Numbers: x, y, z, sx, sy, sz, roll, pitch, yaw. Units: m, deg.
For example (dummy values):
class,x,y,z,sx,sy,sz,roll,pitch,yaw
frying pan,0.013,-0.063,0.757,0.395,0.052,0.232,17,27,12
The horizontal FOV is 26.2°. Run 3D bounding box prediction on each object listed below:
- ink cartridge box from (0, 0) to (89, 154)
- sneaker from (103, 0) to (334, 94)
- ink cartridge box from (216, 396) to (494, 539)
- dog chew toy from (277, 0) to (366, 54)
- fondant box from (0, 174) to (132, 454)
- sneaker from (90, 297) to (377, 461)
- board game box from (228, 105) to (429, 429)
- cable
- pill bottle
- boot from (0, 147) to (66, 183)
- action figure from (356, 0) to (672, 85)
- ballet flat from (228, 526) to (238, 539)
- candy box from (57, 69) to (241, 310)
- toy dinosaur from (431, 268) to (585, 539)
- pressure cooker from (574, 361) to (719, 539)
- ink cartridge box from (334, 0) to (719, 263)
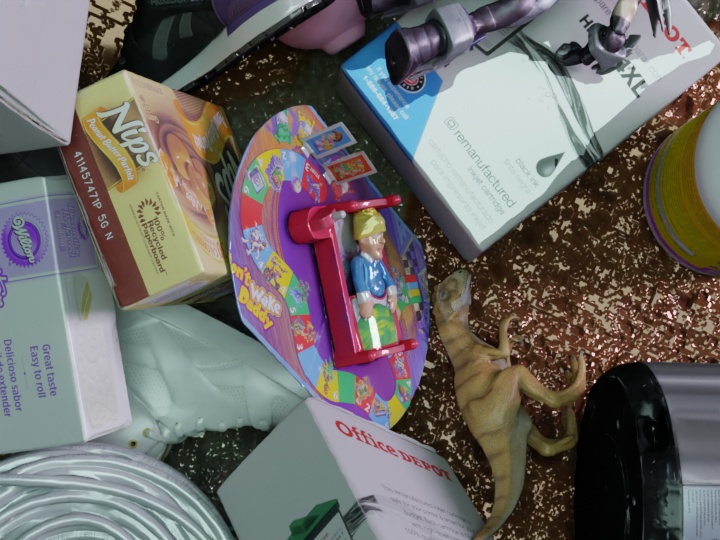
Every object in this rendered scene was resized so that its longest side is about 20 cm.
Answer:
class,x,y,z,sx,sy,sz,roll,pitch,yaw
ink cartridge box,-0.246,-0.134,0.811,0.198,0.086,0.150,-4,70,22
sneaker,-0.102,-0.159,0.928,0.199,0.076,0.088,-25,97,40
ink cartridge box,0.024,0.182,0.847,0.084,0.146,0.201,-45,48,14
dog chew toy,-0.058,-0.228,0.960,0.124,0.125,0.201,-31,96,-5
fondant box,-0.238,0.032,0.878,0.198,0.058,0.146,-9,91,19
sneaker,-0.097,0.089,0.955,0.198,0.074,0.117,25,86,9
board game box,0.000,0.000,0.907,0.200,0.039,0.159,49,43,-35
cable,-0.159,0.199,0.873,0.197,0.069,0.203,-8,82,-3
pill bottle,0.238,-0.056,0.916,0.103,0.200,0.106,0,85,-2
boot,-0.219,-0.078,0.911,0.199,0.132,0.070,39,83,14
action figure,0.101,-0.173,0.904,0.198,0.069,0.132,-18,77,-8
ballet flat,-0.154,0.186,0.938,0.197,0.068,0.076,7,61,-4
candy box,-0.107,-0.042,0.895,0.055,0.200,0.117,-22,87,8
toy dinosaur,0.088,0.093,0.952,0.105,0.061,0.202,-1,50,-16
pressure cooker,0.236,0.144,0.907,0.197,0.180,0.178,1,127,-6
ink cartridge box,0.104,-0.125,0.973,0.199,0.084,0.146,-39,88,-5
